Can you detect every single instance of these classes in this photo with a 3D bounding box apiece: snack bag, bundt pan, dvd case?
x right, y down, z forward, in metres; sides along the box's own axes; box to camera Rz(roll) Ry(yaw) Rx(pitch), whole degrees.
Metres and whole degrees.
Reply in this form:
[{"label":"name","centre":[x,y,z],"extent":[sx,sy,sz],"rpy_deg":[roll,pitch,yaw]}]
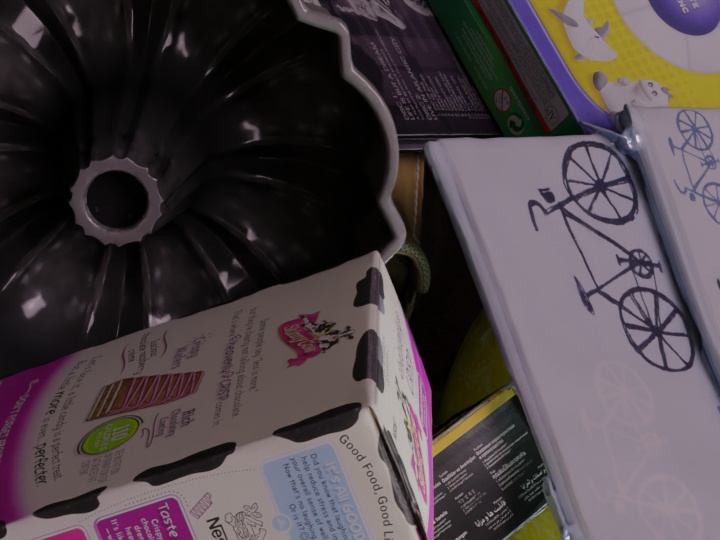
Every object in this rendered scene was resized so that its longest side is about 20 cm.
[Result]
[{"label":"snack bag","centre":[0.128,0.019,0.915],"extent":[0.199,0.021,0.189],"rpy_deg":[-3,62,-33]},{"label":"bundt pan","centre":[-0.082,-0.036,0.872],"extent":[0.202,0.201,0.076],"rpy_deg":[58,12,-16]},{"label":"dvd case","centre":[0.015,-0.115,1.009],"extent":[0.200,0.016,0.149],"rpy_deg":[-6,64,-58]}]

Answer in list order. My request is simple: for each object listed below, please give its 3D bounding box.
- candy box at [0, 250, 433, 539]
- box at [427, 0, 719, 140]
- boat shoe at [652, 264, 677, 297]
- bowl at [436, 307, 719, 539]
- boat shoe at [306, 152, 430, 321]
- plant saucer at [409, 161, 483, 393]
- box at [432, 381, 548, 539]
[{"label":"candy box","centre":[-0.077,0.072,0.800],"extent":[0.136,0.199,0.061],"rpy_deg":[-85,155,-69]},{"label":"box","centre":[0.133,-0.108,1.040],"extent":[0.200,0.048,0.118],"rpy_deg":[-19,74,-39]},{"label":"boat shoe","centre":[0.173,0.051,0.994],"extent":[0.202,0.086,0.075],"rpy_deg":[38,75,-30]},{"label":"bowl","centre":[0.098,0.115,0.993],"extent":[0.200,0.200,0.108],"rpy_deg":[40,86,-29]},{"label":"boat shoe","centre":[0.000,0.000,0.949],"extent":[0.072,0.076,0.201],"rpy_deg":[28,60,-31]},{"label":"plant saucer","centre":[-0.013,-0.040,1.025],"extent":[0.200,0.037,0.201],"rpy_deg":[10,74,-40]},{"label":"box","centre":[-0.035,0.128,0.877],"extent":[0.200,0.160,0.049],"rpy_deg":[-33,86,-40]}]
